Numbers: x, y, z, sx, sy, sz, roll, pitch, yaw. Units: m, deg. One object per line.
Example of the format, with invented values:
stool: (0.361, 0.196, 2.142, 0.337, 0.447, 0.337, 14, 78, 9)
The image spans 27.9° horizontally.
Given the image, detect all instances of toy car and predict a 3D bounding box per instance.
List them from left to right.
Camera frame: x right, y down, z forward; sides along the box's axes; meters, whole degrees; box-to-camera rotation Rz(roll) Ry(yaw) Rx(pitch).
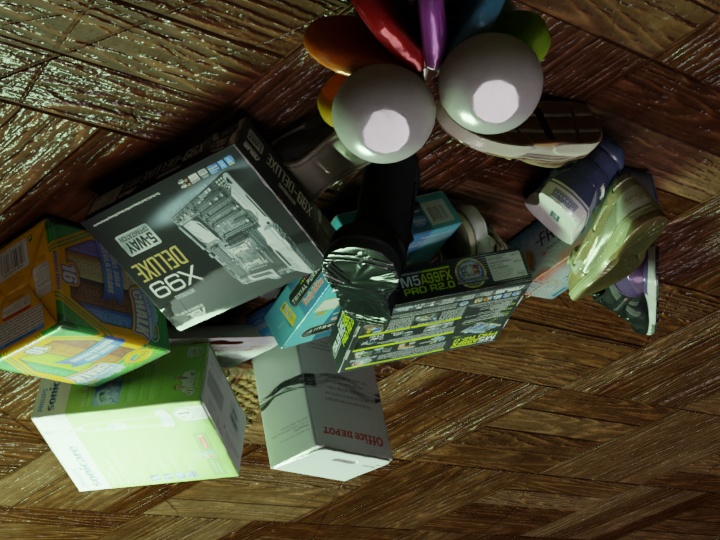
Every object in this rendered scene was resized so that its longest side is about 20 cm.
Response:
toy car: (0.050, -0.191, 1.173, 0.199, 0.175, 0.151, -15, 119, 7)

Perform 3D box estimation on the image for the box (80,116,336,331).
box: (-0.145, -0.040, 1.403, 0.199, 0.050, 0.158, -23, 120, 29)

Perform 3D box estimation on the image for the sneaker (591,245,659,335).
sneaker: (0.339, 0.023, 1.861, 0.087, 0.076, 0.200, 0, 154, 11)

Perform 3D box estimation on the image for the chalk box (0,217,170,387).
chalk box: (-0.287, 0.043, 1.529, 0.124, 0.124, 0.200, -27, 152, 31)

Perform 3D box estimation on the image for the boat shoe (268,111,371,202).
boat shoe: (-0.047, -0.111, 1.391, 0.199, 0.057, 0.067, -24, 126, 34)

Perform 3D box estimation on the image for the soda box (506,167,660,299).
soda box: (0.254, -0.041, 1.661, 0.063, 0.069, 0.200, 9, 149, -34)

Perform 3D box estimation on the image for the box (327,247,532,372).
box: (0.075, 0.045, 1.608, 0.199, 0.044, 0.160, -10, 155, -16)

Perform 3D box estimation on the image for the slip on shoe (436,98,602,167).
slip on shoe: (0.147, -0.135, 1.410, 0.199, 0.076, 0.061, -2, 153, -38)

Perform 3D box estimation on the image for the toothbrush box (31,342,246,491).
toothbrush box: (-0.245, 0.167, 1.627, 0.199, 0.086, 0.146, -9, 136, 12)

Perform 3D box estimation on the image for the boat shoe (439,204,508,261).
boat shoe: (0.130, -0.022, 1.657, 0.068, 0.075, 0.200, -27, 157, -12)

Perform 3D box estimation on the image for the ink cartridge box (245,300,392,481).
ink cartridge box: (-0.051, 0.145, 1.765, 0.084, 0.201, 0.144, -28, 151, 32)

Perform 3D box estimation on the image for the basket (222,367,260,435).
basket: (-0.216, 0.154, 1.808, 0.149, 0.142, 0.200, -60, 163, 5)

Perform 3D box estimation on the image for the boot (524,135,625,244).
boot: (0.235, -0.087, 1.552, 0.090, 0.073, 0.200, -48, 179, -3)

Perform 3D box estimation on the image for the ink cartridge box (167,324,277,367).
ink cartridge box: (-0.194, 0.078, 1.692, 0.161, 0.050, 0.200, 0, 165, -24)

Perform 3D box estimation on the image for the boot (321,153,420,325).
boot: (0.018, -0.052, 1.378, 0.073, 0.163, 0.198, 10, 160, 8)

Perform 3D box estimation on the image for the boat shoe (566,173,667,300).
boat shoe: (0.266, -0.031, 1.559, 0.073, 0.063, 0.201, -22, 161, -18)

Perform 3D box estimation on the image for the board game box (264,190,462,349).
board game box: (0.000, 0.000, 1.587, 0.150, 0.047, 0.200, -14, 155, -38)

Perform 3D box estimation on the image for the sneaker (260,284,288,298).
sneaker: (-0.139, -0.020, 1.542, 0.199, 0.076, 0.091, -4, 150, -39)
